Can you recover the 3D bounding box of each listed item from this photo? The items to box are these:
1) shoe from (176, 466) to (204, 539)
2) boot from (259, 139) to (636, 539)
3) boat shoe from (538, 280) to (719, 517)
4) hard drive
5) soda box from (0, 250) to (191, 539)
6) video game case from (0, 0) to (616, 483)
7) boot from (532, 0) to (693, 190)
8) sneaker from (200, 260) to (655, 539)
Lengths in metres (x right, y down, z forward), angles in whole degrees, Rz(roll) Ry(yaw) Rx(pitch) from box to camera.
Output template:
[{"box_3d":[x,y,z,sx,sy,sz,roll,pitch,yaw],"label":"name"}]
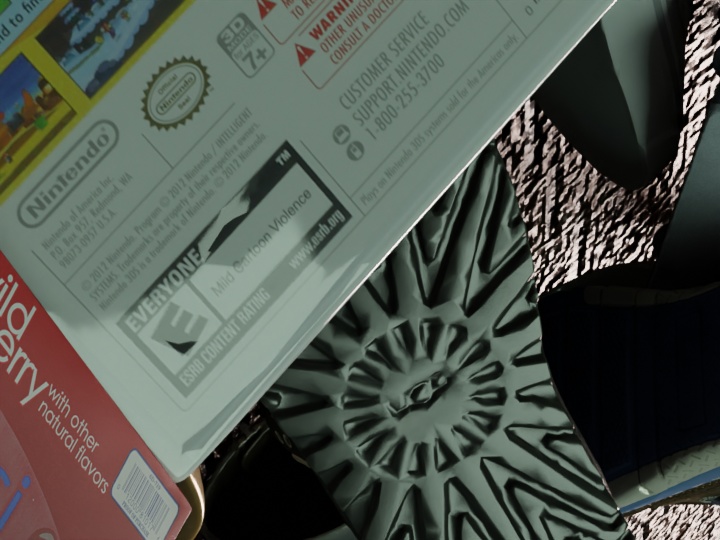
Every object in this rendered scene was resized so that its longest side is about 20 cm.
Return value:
[{"box_3d":[-0.079,0.006,0.747,0.070,0.054,0.200,-7,142,-2],"label":"shoe"},{"box_3d":[-0.002,0.002,0.762,0.079,0.158,0.212,-23,117,-3],"label":"boot"},{"box_3d":[0.107,0.042,0.840,0.072,0.073,0.199,21,156,-37],"label":"boat shoe"},{"box_3d":[0.127,-0.056,0.857,0.200,0.042,0.135,93,19,-71],"label":"hard drive"},{"box_3d":[-0.111,0.005,0.516,0.064,0.070,0.200,-59,139,-28],"label":"soda box"},{"box_3d":[-0.029,-0.090,0.564,0.200,0.023,0.182,-48,118,-12],"label":"video game case"},{"box_3d":[0.087,-0.102,0.795,0.095,0.074,0.200,-40,156,-11],"label":"boot"},{"box_3d":[0.039,0.054,0.943,0.200,0.075,0.106,-39,154,-10],"label":"sneaker"}]
